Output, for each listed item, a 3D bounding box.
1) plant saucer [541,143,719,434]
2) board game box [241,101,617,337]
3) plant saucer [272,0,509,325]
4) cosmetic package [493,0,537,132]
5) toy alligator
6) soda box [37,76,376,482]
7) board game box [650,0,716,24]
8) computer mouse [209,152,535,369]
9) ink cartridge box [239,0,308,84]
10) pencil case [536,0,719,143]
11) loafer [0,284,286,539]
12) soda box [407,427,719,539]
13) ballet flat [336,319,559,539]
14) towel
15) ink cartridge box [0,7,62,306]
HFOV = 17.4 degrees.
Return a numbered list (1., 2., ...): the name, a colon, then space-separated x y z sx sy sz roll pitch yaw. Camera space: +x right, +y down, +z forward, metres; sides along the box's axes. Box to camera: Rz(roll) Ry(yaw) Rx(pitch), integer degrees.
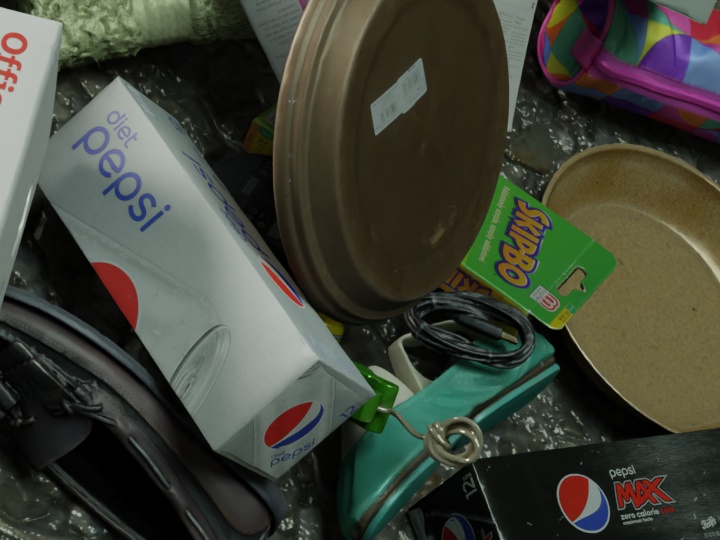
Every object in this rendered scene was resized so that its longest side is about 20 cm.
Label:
1. plant saucer: 0.177 0.020 1.385 0.200 0.035 0.201 19 52 -26
2. board game box: 0.040 -0.037 1.287 0.200 0.030 0.096 33 36 11
3. plant saucer: 0.022 -0.070 1.157 0.200 0.029 0.201 -25 120 -54
4. cosmetic package: 0.033 -0.123 1.259 0.051 0.083 0.200 16 6 24
5. toy alligator: -0.020 0.053 1.170 0.200 0.059 0.054 22 6 21
6. soda box: -0.080 0.003 1.133 0.200 0.068 0.063 54 9 30
7. board game box: 0.129 -0.226 1.419 0.147 0.064 0.200 18 19 -17
8. computer mouse: 0.000 0.000 1.239 0.200 0.034 0.059 31 52 8
9. ink cartridge box: -0.007 -0.187 1.290 0.196 0.043 0.200 -43 110 -52
10. pencil case: 0.210 -0.125 1.474 0.200 0.088 0.089 16 53 -24
11. loafer: -0.124 0.080 1.102 0.200 0.072 0.063 37 50 -14
12. soda box: 0.127 0.133 1.252 0.200 0.063 0.071 -3 63 -38
13. ballet flat: 0.030 0.073 1.225 0.070 0.067 0.200 44 40 10
14. towel: -0.137 -0.205 1.275 0.148 0.037 0.200 -12 69 -18
15. ink cartridge box: -0.247 -0.060 1.055 0.199 0.086 0.147 13 52 -4
